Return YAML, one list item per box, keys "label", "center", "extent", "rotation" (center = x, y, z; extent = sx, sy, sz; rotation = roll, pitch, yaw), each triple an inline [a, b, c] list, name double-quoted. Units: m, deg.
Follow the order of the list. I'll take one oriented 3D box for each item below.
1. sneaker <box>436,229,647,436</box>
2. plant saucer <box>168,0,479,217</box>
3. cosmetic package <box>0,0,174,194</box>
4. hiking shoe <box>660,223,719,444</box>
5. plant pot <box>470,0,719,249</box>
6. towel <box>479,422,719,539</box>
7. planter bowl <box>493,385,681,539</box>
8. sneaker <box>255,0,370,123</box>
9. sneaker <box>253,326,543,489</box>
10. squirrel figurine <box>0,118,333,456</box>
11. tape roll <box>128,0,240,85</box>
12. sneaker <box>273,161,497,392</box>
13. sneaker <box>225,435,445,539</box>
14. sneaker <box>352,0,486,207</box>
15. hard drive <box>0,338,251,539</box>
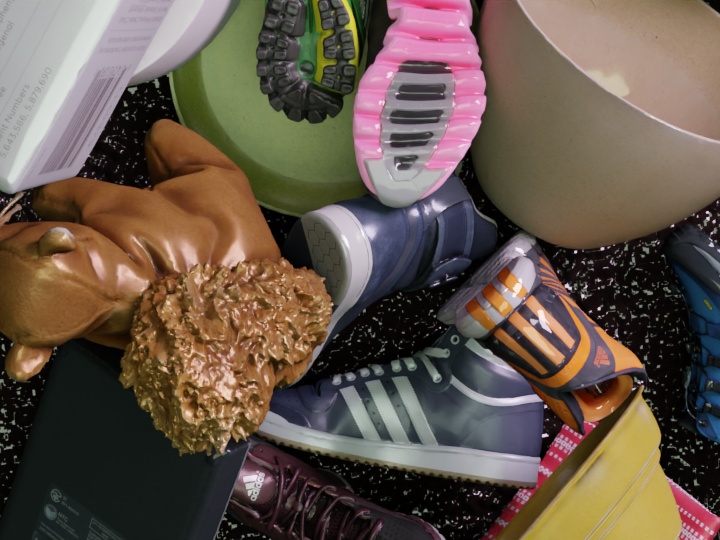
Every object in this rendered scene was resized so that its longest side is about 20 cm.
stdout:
- label: "sneaker"
  center: [0.110, 0.044, 1.676]
  extent: [0.112, 0.200, 0.078]
  rotation: [44, 99, -5]
- label: "plant saucer"
  center: [-0.021, -0.133, 1.758]
  extent: [0.200, 0.031, 0.200]
  rotation: [-1, 100, -3]
- label: "cosmetic package"
  center: [-0.218, -0.163, 1.521]
  extent: [0.200, 0.165, 0.165]
  rotation: [30, 98, 2]
- label: "hiking shoe"
  center: [0.236, 0.067, 1.789]
  extent: [0.087, 0.074, 0.200]
  rotation: [-30, 101, 2]
- label: "plant pot"
  center: [0.142, -0.093, 1.708]
  extent: [0.200, 0.200, 0.135]
  rotation: [29, 120, -8]
- label: "towel"
  center: [0.121, 0.200, 1.763]
  extent: [0.200, 0.145, 0.022]
  rotation: [-52, 137, 1]
- label: "planter bowl"
  center: [0.133, 0.170, 1.675]
  extent: [0.083, 0.200, 0.200]
  rotation: [41, 96, 2]
- label: "sneaker"
  center: [-0.031, -0.196, 1.686]
  extent: [0.078, 0.085, 0.200]
  rotation: [6, 110, 5]
- label: "sneaker"
  center: [0.023, 0.071, 1.781]
  extent: [0.200, 0.070, 0.109]
  rotation: [10, 91, 2]
- label: "squirrel figurine"
  center: [-0.123, 0.014, 1.601]
  extent: [0.200, 0.187, 0.142]
  rotation: [33, 109, 26]
- label: "tape roll"
  center: [-0.169, -0.206, 1.664]
  extent: [0.202, 0.139, 0.203]
  rotation: [1, 95, 7]
- label: "sneaker"
  center: [0.001, 0.001, 1.739]
  extent: [0.146, 0.202, 0.077]
  rotation: [-26, 80, -34]
- label: "sneaker"
  center: [-0.033, 0.157, 1.716]
  extent: [0.115, 0.200, 0.076]
  rotation: [31, 86, -33]
- label: "sneaker"
  center: [0.032, -0.126, 1.679]
  extent: [0.079, 0.095, 0.200]
  rotation: [11, 72, -8]
- label: "hard drive"
  center: [-0.156, 0.151, 1.739]
  extent: [0.140, 0.033, 0.200]
  rotation: [35, 121, 23]
